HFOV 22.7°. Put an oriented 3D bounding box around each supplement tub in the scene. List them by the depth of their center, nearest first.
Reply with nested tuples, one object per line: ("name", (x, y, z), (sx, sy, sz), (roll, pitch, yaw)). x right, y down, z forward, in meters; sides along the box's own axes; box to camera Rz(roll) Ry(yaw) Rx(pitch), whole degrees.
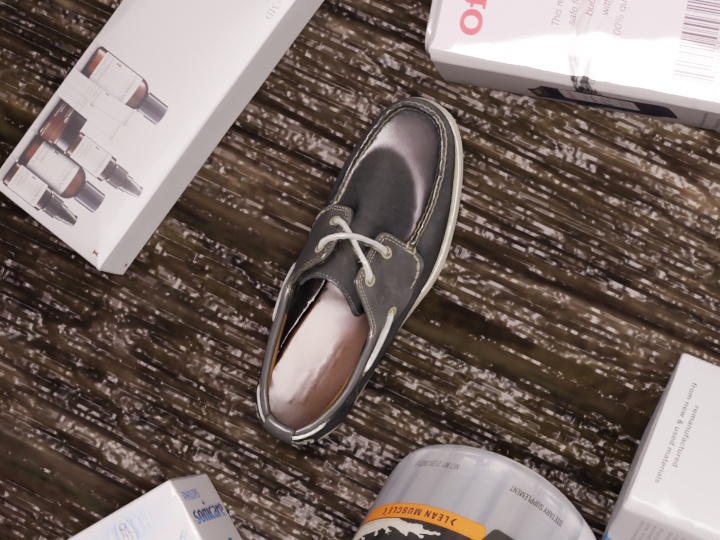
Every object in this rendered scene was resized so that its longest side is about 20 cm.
("supplement tub", (0.028, 0.195, 0.874), (0.122, 0.123, 0.200), (27, 55, 9))

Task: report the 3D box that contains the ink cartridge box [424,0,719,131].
("ink cartridge box", (0.146, -0.157, 0.936), (0.199, 0.084, 0.146), (11, 89, 8))

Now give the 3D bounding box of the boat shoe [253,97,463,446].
("boat shoe", (0.000, 0.000, 0.960), (0.072, 0.068, 0.201), (25, 89, 11))

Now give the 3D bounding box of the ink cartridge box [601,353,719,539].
("ink cartridge box", (0.226, 0.132, 0.873), (0.199, 0.145, 0.085), (23, 72, 9))

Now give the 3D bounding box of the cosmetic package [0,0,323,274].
("cosmetic package", (-0.109, -0.102, 0.988), (0.082, 0.051, 0.200), (36, 93, 8))

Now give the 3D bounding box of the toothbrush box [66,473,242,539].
("toothbrush box", (-0.105, 0.230, 0.953), (0.146, 0.085, 0.201), (-29, 82, 5))
